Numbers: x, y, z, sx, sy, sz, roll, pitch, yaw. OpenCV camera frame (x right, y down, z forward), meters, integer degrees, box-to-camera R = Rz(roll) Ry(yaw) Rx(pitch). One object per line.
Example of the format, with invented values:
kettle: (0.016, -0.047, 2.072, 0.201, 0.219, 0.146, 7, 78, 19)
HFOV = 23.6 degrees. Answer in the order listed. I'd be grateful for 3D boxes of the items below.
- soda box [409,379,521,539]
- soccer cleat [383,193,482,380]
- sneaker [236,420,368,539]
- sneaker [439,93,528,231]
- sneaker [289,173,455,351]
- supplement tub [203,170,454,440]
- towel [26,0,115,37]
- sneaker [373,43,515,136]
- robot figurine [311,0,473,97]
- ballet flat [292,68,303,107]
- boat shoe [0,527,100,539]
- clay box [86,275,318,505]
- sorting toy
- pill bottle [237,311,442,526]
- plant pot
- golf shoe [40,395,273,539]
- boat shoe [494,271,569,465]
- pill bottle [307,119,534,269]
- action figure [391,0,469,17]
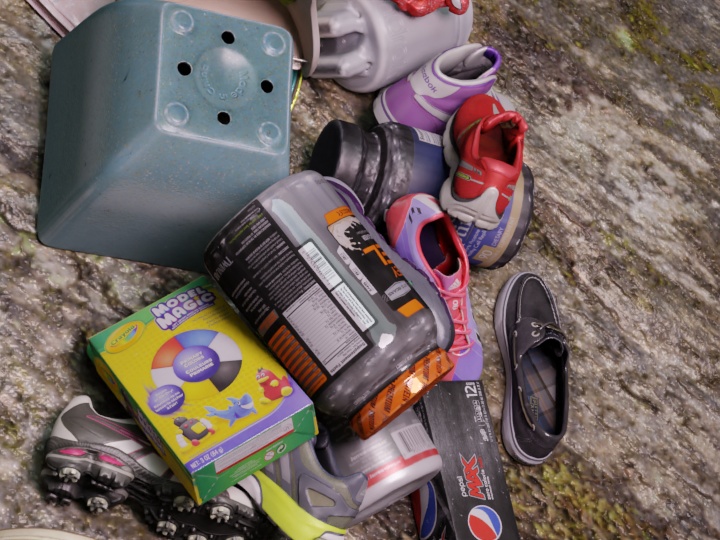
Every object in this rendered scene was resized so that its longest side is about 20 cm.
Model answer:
soda box: (0.087, 0.200, 1.522, 0.070, 0.063, 0.201, 0, 63, -28)
soccer cleat: (0.074, 0.024, 1.559, 0.066, 0.076, 0.201, -25, 112, -21)
sneaker: (-0.071, 0.145, 1.414, 0.200, 0.081, 0.074, 40, 5, 21)
sneaker: (0.122, -0.112, 1.547, 0.077, 0.085, 0.200, 23, 31, -11)
sneaker: (0.000, 0.000, 1.494, 0.200, 0.074, 0.087, 49, 10, 15)
supplement tub: (-0.023, 0.029, 1.381, 0.122, 0.123, 0.200, -34, 82, -37)
towel: (-0.211, -0.272, 1.644, 0.191, 0.032, 0.200, 43, 53, -1)
sneaker: (0.116, -0.171, 1.690, 0.200, 0.114, 0.073, -5, 63, -52)
robot figurine: (0.032, -0.245, 1.708, 0.200, 0.113, 0.170, -26, 114, -36)
ballet flat: (-0.086, -0.229, 1.659, 0.066, 0.067, 0.201, -1, 87, 4)
boat shoe: (-0.206, 0.253, 1.332, 0.199, 0.072, 0.065, 23, 54, -23)
clay box: (-0.136, 0.085, 1.396, 0.115, 0.048, 0.200, -29, 52, -19)
sorting toy: (-0.117, -0.252, 1.523, 0.199, 0.180, 0.107, 9, 85, -13)
pill bottle: (-0.024, 0.110, 1.480, 0.114, 0.114, 0.201, -21, 75, -35)
plant pot: (-0.148, -0.127, 1.473, 0.195, 0.200, 0.197, 10, 69, -24)
golf shoe: (-0.159, 0.164, 1.404, 0.199, 0.077, 0.088, 23, 46, -17)
boat shoe: (0.168, 0.083, 1.629, 0.070, 0.066, 0.201, 18, 57, -19)
pill bottle: (0.055, -0.076, 1.627, 0.199, 0.112, 0.112, 14, 58, -21)
action figure: (0.014, -0.293, 1.629, 0.199, 0.052, 0.066, 28, 48, -9)
